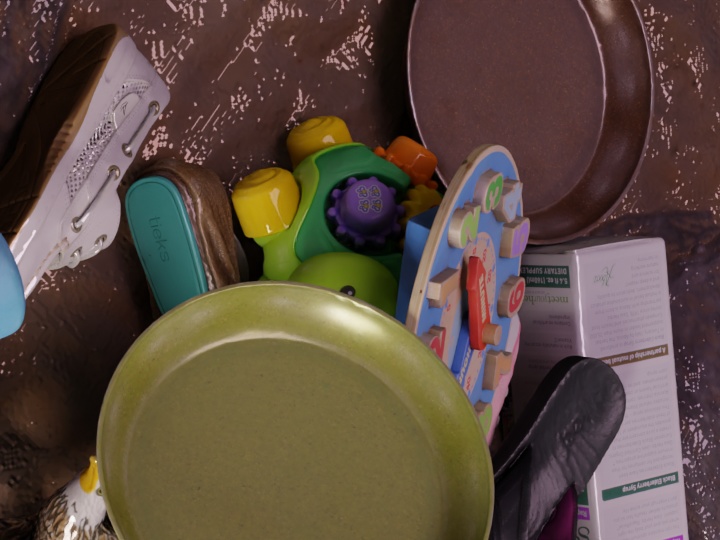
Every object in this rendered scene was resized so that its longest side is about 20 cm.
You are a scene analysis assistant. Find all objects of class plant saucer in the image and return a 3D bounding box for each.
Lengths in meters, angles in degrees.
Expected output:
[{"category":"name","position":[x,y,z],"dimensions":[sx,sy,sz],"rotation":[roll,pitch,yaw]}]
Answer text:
[{"category":"plant saucer","position":[0.096,-0.115,1.649],"dimensions":[0.199,0.034,0.202],"rotation":[3,85,-39]},{"category":"plant saucer","position":[-0.033,0.100,1.329],"dimensions":[0.199,0.031,0.201],"rotation":[8,59,-14]}]

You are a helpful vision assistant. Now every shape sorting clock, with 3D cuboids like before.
[{"category":"shape sorting clock","position":[0.056,0.031,1.471],"dimensions":[0.200,0.039,0.201],"rotation":[13,90,-69]}]

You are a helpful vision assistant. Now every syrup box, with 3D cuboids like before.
[{"category":"syrup box","position":[0.139,0.082,1.666],"dimensions":[0.081,0.079,0.201],"rotation":[-8,97,-38]}]

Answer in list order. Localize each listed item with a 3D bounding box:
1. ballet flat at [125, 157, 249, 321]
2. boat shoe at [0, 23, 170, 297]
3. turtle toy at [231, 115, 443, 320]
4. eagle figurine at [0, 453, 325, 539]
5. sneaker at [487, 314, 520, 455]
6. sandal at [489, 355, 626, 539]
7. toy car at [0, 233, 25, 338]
[{"category":"ballet flat","position":[-0.082,0.034,1.504],"dimensions":[0.072,0.068,0.201],"rotation":[-21,101,-57]},{"category":"boat shoe","position":[-0.155,-0.032,1.427],"dimensions":[0.069,0.071,0.201],"rotation":[41,65,-30]},{"category":"turtle toy","position":[0.000,0.000,1.507],"dimensions":[0.200,0.101,0.146],"rotation":[-49,123,-56]},{"category":"eagle figurine","position":[-0.124,0.135,1.384],"dimensions":[0.199,0.151,0.153],"rotation":[1,84,-17]},{"category":"sneaker","position":[0.046,0.114,1.600],"dimensions":[0.105,0.075,0.201],"rotation":[55,54,-40]},{"category":"sandal","position":[0.098,0.139,1.561],"dimensions":[0.075,0.048,0.201],"rotation":[38,73,-34]},{"category":"toy car","position":[-0.243,0.097,1.282],"dimensions":[0.184,0.177,0.201],"rotation":[-23,101,-27]}]
